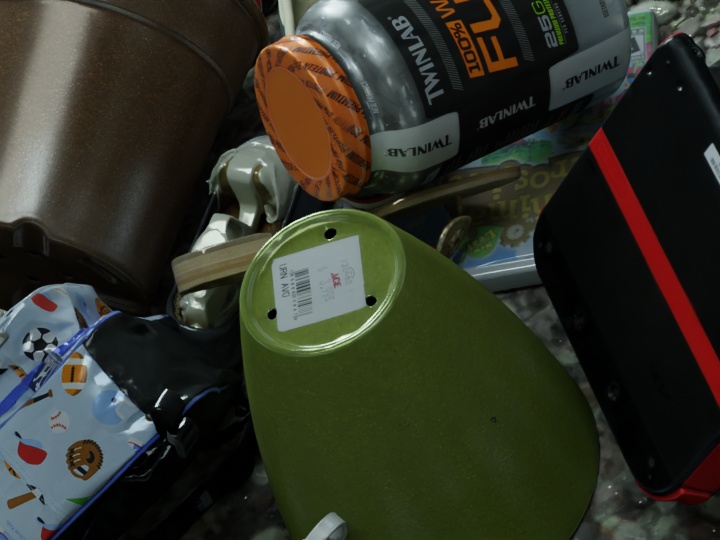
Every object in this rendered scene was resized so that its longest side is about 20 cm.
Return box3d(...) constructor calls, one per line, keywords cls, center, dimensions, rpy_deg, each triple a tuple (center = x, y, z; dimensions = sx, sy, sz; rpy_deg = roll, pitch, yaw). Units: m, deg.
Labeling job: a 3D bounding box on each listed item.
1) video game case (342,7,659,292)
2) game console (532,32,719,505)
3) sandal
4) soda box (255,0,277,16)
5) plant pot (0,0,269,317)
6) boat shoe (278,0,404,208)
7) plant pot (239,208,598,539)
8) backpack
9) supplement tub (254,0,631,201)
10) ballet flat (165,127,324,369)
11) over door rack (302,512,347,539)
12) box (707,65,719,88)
box3d(cls="video game case", center=(0.085, -0.067, 1.705), dimensions=(0.199, 0.022, 0.182), rpy_deg=(-10, 53, 17))
box3d(cls="game console", center=(0.167, 0.004, 1.477), dimensions=(0.177, 0.031, 0.200), rpy_deg=(-55, 46, 40))
box3d(cls="sandal", center=(0.000, 0.000, 1.647), dimensions=(0.211, 0.078, 0.070), rpy_deg=(-15, 86, -4))
box3d(cls="soda box", center=(-0.071, -0.229, 1.865), dimensions=(0.071, 0.063, 0.200), rpy_deg=(23, 68, 37))
box3d(cls="plant pot", center=(-0.176, -0.082, 1.735), dimensions=(0.200, 0.200, 0.199), rpy_deg=(3, 66, 26))
box3d(cls="boat shoe", center=(-0.011, -0.120, 1.729), dimensions=(0.071, 0.063, 0.200), rpy_deg=(-21, 46, 7))
box3d(cls="plant pot", center=(0.013, 0.062, 1.527), dimensions=(0.187, 0.200, 0.188), rpy_deg=(-12, 53, 16))
box3d(cls="backpack", center=(-0.170, 0.105, 1.583), dimensions=(0.154, 0.200, 0.191), rpy_deg=(38, 95, 12))
box3d(cls="supplement tub", center=(0.047, -0.121, 1.630), dimensions=(0.200, 0.123, 0.123), rpy_deg=(-26, 46, -24))
box3d(cls="ballet flat", center=(-0.069, -0.026, 1.714), dimensions=(0.073, 0.073, 0.200), rpy_deg=(7, 59, 28))
box3d(cls="over door rack", center=(-0.022, 0.249, 1.473), dimensions=(0.148, 0.067, 0.200), rpy_deg=(38, 89, 17))
box3d(cls="box", center=(0.279, -0.028, 1.493), dimensions=(0.193, 0.048, 0.200), rpy_deg=(-9, 63, -21))
